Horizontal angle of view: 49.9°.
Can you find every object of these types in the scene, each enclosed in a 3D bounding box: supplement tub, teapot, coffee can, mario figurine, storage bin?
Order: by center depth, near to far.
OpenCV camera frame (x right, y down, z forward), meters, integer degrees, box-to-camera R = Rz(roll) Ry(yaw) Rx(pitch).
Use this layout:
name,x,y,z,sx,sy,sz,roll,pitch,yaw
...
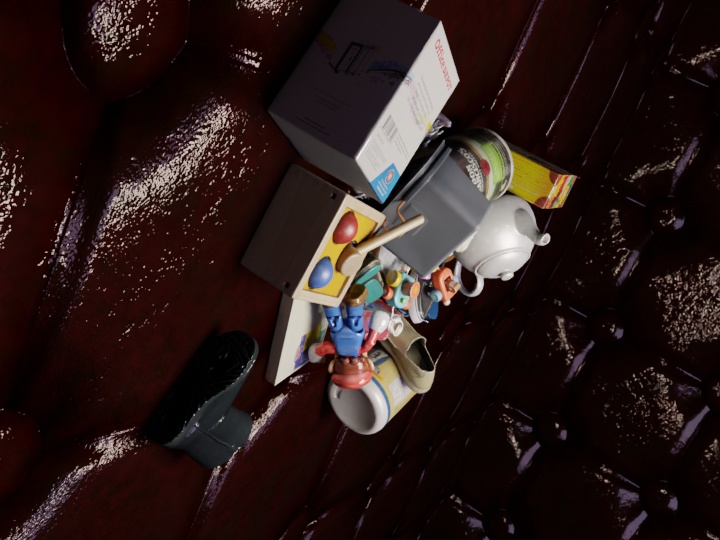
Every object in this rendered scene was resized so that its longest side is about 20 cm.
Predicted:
name,x,y,z,sx,sy,sz,roll,pitch,yaw
storage bin,0.111,-0.086,1.272,0.200,0.134,0.146,-46,-176,42
mario figurine,-0.023,0.109,1.309,0.106,0.122,0.203,-34,132,-39
coffee can,0.173,-0.169,1.406,0.199,0.145,0.148,-31,144,-50
teapot,0.273,-0.047,1.574,0.194,0.148,0.200,-17,158,6
supplement tub,0.041,0.226,1.604,0.199,0.144,0.146,-36,148,-44

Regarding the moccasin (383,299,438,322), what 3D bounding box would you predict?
name,x,y,z,sx,sy,sz,roll,pitch,yaw
moccasin,0.107,0.056,1.641,0.200,0.067,0.082,35,54,-57

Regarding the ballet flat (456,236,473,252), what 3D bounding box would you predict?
name,x,y,z,sx,sy,sz,roll,pitch,yaw
ballet flat,0.174,-0.063,1.501,0.072,0.072,0.199,-44,-165,-33

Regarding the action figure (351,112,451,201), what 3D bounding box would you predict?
name,x,y,z,sx,sy,sz,roll,pitch,yaw
action figure,0.054,-0.182,1.239,0.200,0.069,0.130,-45,171,-21

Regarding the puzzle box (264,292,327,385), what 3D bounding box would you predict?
name,x,y,z,sx,sy,sz,roll,pitch,yaw
puzzle box,-0.096,0.085,1.301,0.133,0.025,0.202,-31,144,-51

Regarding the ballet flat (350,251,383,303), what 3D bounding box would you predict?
name,x,y,z,sx,sy,sz,roll,pitch,yaw
ballet flat,0.000,0.000,1.337,0.067,0.076,0.200,-32,164,-4

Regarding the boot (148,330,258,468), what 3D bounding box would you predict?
name,x,y,z,sx,sy,sz,roll,pitch,yaw
boot,-0.201,0.193,1.137,0.201,0.076,0.168,-50,153,-7

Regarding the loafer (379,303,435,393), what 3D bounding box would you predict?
name,x,y,z,sx,sy,sz,roll,pitch,yaw
loafer,0.093,0.144,1.548,0.075,0.201,0.068,-18,158,-41

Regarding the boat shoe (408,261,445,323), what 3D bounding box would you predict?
name,x,y,z,sx,sy,sz,roll,pitch,yaw
boat shoe,0.144,0.017,1.574,0.070,0.065,0.202,59,35,-39

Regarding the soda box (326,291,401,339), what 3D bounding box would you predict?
name,x,y,z,sx,sy,sz,roll,pitch,yaw
soda box,0.002,0.086,1.447,0.064,0.070,0.199,-58,157,8

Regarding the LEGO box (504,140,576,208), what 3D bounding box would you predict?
name,x,y,z,sx,sy,sz,roll,pitch,yaw
LEGO box,0.336,-0.209,1.632,0.148,0.199,0.078,-11,129,-61

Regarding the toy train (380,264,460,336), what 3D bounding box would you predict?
name,x,y,z,sx,sy,sz,roll,pitch,yaw
toy train,0.125,0.035,1.469,0.199,0.055,0.152,-36,120,-36

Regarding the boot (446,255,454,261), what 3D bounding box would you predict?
name,x,y,z,sx,sy,sz,roll,pitch,yaw
boot,0.196,-0.099,1.681,0.188,0.068,0.202,-37,156,-58

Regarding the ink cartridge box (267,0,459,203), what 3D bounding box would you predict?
name,x,y,z,sx,sy,sz,roll,pitch,yaw
ink cartridge box,0.010,-0.225,0.994,0.201,0.144,0.147,-57,158,-6

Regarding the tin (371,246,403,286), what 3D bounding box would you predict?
name,x,y,z,sx,sy,sz,roll,pitch,yaw
tin,0.055,-0.040,1.457,0.112,0.042,0.200,-50,156,-12

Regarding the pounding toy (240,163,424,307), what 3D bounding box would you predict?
name,x,y,z,sx,sy,sz,roll,pitch,yaw
pounding toy,-0.034,-0.045,1.123,0.186,0.141,0.200,-61,157,5
